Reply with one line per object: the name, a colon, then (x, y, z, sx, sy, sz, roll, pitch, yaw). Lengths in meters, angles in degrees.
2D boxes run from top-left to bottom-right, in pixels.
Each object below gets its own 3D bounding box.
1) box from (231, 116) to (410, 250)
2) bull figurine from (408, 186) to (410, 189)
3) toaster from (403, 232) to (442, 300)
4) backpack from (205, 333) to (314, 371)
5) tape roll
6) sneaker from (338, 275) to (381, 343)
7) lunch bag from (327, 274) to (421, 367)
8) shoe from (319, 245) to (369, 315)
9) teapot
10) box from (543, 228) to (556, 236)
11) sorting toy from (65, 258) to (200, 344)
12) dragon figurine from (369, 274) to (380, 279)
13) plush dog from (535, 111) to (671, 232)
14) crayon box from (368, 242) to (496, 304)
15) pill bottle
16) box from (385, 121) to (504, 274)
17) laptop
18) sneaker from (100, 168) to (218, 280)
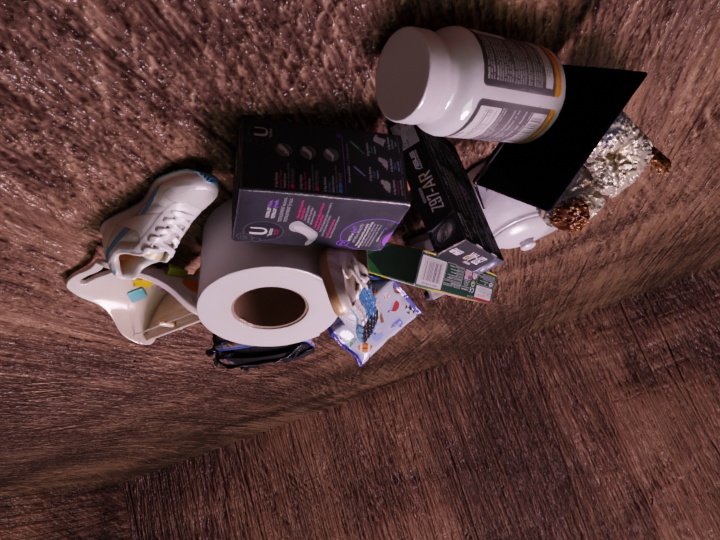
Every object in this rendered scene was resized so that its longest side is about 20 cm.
box: (-0.054, -0.102, 0.696, 0.200, 0.106, 0.122, 3, 153, -16)
bull figurine: (0.020, -0.105, 0.870, 0.121, 0.065, 0.200, -11, 165, -37)
toaster: (0.173, -0.016, 1.161, 0.129, 0.114, 0.200, -23, 158, 4)
backpack: (-0.190, 0.124, 1.134, 0.190, 0.154, 0.200, -2, 168, 5)
tape roll: (-0.134, 0.002, 0.825, 0.202, 0.139, 0.203, -5, 143, -4)
sneaker: (-0.020, 0.056, 0.983, 0.087, 0.075, 0.200, 17, 149, 22)
lunch bag: (0.010, 0.084, 1.161, 0.170, 0.124, 0.200, -40, -160, -5)
shoe: (-0.018, -0.017, 0.765, 0.053, 0.200, 0.070, -18, 125, 13)
teapot: (0.257, -0.100, 0.969, 0.197, 0.146, 0.200, 1, 153, -42)
box: (0.372, -0.113, 1.192, 0.144, 0.036, 0.200, -30, 155, 28)
sorting toy: (-0.342, 0.030, 0.866, 0.200, 0.107, 0.180, -20, 150, 36)
dragon figurine: (0.000, 0.000, 1.067, 0.059, 0.100, 0.200, -25, 159, 18)
plush dog: (0.322, -0.134, 0.798, 0.172, 0.160, 0.200, -51, -169, 21)
crayon box: (0.098, -0.001, 0.940, 0.200, 0.058, 0.172, 15, 179, -42)
pill bottle: (0.124, -0.206, 0.627, 0.200, 0.117, 0.116, -3, 155, -33)
box: (0.118, -0.103, 0.764, 0.043, 0.200, 0.160, -28, 159, 24)
laptop: (0.247, -0.155, 0.727, 0.187, 0.116, 0.200, -54, 160, 2)
sneaker: (-0.254, -0.059, 0.725, 0.200, 0.081, 0.076, -30, 155, 26)
